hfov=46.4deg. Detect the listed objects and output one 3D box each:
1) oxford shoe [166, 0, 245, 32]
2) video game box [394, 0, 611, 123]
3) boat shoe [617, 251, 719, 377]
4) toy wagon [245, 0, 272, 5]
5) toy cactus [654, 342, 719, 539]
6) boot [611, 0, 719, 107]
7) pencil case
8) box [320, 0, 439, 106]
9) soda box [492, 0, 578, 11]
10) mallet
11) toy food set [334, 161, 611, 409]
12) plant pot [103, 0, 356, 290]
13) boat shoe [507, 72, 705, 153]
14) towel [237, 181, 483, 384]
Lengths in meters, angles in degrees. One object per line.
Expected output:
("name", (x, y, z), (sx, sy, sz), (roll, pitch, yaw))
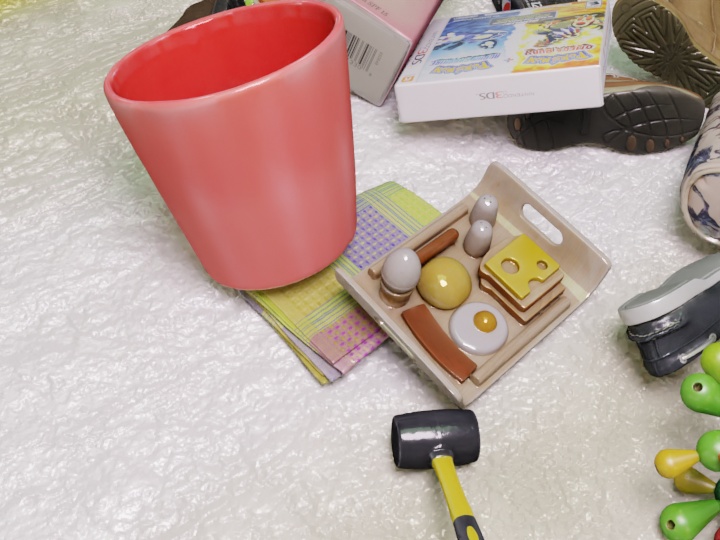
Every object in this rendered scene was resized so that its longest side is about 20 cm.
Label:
("oxford shoe", (-0.178, -0.216, 0.889), (0.082, 0.073, 0.203), (-5, 45, 16))
("video game box", (0.148, -0.214, 0.848), (0.195, 0.048, 0.184), (-2, 37, 20))
("boat shoe", (0.285, 0.028, 0.693), (0.197, 0.075, 0.062), (-21, 90, -31))
("toy wagon", (-0.057, -0.308, 0.981), (0.151, 0.040, 0.203), (9, 49, 6))
("toy cactus", (0.294, 0.116, 0.576), (0.163, 0.102, 0.203), (33, 83, -10))
("boot", (0.354, -0.293, 0.941), (0.174, 0.066, 0.203), (36, 49, -19))
("pencil case", (0.349, -0.099, 0.770), (0.088, 0.079, 0.200), (30, 44, 10))
("box", (0.023, -0.302, 0.899), (0.126, 0.109, 0.202), (30, 59, -3))
("soda box", (0.197, -0.337, 0.999), (0.069, 0.064, 0.203), (-4, 50, -7))
("mallet", (0.075, 0.157, 0.547), (0.064, 0.042, 0.201), (-7, 28, -14))
("toy food set", (0.094, 0.001, 0.683), (0.198, 0.061, 0.143), (-34, 66, -28))
("plant pot", (-0.088, -0.097, 0.684), (0.195, 0.180, 0.202), (-10, 33, 6))
("boat shoe", (0.245, -0.170, 0.852), (0.195, 0.077, 0.075), (2, 43, 0))
("towel", (0.000, 0.000, 0.731), (0.199, 0.023, 0.143), (-35, 58, -28))
